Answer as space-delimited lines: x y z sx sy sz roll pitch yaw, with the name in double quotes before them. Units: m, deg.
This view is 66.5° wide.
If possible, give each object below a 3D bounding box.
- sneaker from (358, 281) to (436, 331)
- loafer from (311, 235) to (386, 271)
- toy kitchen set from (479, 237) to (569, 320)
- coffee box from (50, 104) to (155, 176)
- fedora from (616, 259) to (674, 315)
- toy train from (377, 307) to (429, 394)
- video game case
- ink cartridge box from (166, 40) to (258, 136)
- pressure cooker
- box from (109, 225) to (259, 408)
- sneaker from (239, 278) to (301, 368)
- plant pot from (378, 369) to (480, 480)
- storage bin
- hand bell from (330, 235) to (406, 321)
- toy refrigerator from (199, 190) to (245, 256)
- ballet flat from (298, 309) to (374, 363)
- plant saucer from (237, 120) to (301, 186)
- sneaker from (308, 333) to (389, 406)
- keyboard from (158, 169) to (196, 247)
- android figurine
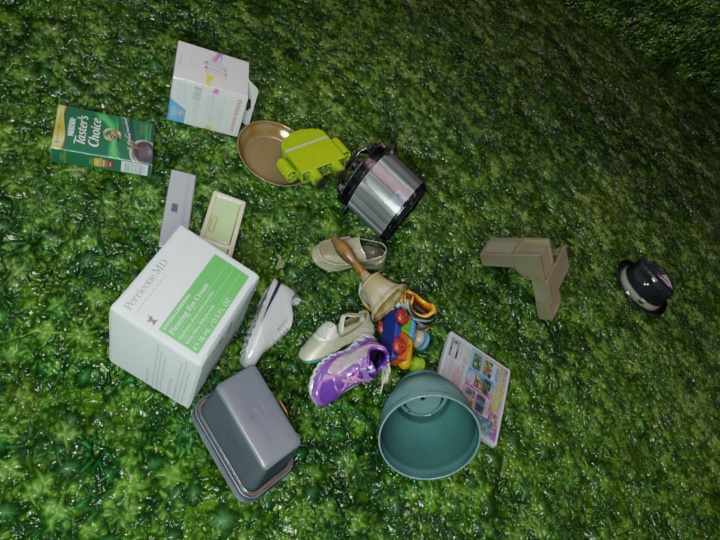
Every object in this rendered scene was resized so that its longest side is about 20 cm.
"sneaker" 0.087 0.069 1.258 0.194 0.078 0.080 24 52 -10
"loafer" -0.021 -0.046 1.279 0.193 0.069 0.078 -1 60 -29
"toy kitchen set" 0.460 -0.004 1.513 0.163 0.176 0.205 -45 125 -37
"coffee box" -0.540 -0.273 1.161 0.193 0.044 0.127 7 57 -25
"fedora" 0.901 0.034 1.710 0.194 0.092 0.207 15 54 -20
"toy train" 0.092 0.194 1.184 0.114 0.084 0.205 30 49 -25
"video game case" 0.252 0.267 1.254 0.179 0.024 0.203 33 49 -6
"ink cartridge box" -0.350 -0.426 1.310 0.193 0.129 0.129 9 55 -23
"pressure cooker" 0.046 -0.203 1.346 0.199 0.179 0.176 41 52 2
"box" -0.307 0.082 0.955 0.168 0.201 0.202 30 51 -3
"sneaker" -0.178 0.111 1.094 0.079 0.076 0.204 33 51 -17
"plant pot" 0.128 0.285 1.084 0.195 0.205 0.135 23 24 -12
"storage bin" -0.181 0.266 0.947 0.143 0.135 0.203 -26 74 -37
"hand bell" 0.000 0.000 1.202 0.103 0.105 0.201 -29 68 -38
"toy refrigerator" -0.297 -0.061 1.139 0.074 0.070 0.206 18 53 -16
"ballet flat" -0.049 0.129 1.148 0.196 0.070 0.071 -18 68 -41
"plant saucer" -0.211 -0.279 1.349 0.194 0.036 0.206 15 54 -21
"sneaker" -0.015 0.199 1.091 0.198 0.087 0.083 -34 119 -33
"keyboard" -0.390 -0.132 1.175 0.054 0.011 0.206 8 56 -18
"android figurine" -0.116 -0.274 1.317 0.178 0.042 0.201 -26 54 -22
